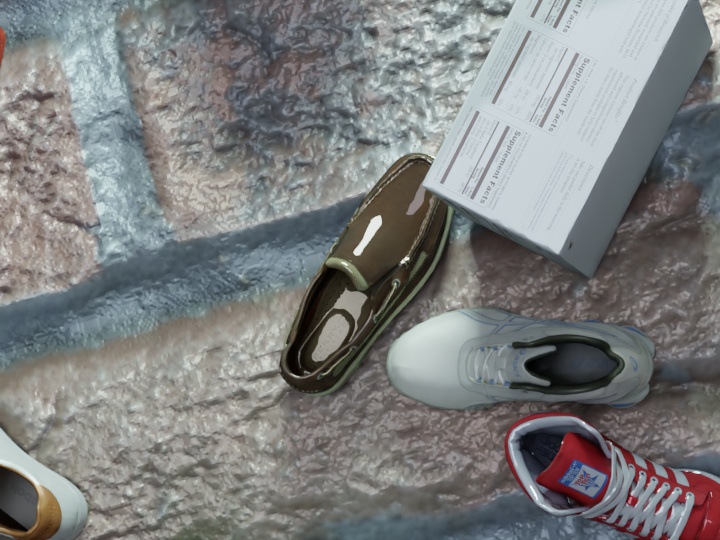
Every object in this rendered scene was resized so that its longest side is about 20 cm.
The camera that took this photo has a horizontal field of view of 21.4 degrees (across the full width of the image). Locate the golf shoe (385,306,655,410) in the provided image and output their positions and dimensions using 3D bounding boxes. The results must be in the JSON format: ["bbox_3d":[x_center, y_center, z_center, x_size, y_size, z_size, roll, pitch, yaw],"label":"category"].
[{"bbox_3d":[0.108,0.061,1.367,0.199,0.097,0.079,-3,85,16],"label":"golf shoe"}]

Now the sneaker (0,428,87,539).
[{"bbox_3d":[-0.307,0.147,1.471,0.199,0.085,0.073,25,92,17],"label":"sneaker"}]

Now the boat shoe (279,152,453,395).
[{"bbox_3d":[0.005,0.003,1.410,0.074,0.075,0.203,28,91,15],"label":"boat shoe"}]

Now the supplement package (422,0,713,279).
[{"bbox_3d":[0.150,-0.112,1.343,0.111,0.156,0.201,28,91,16],"label":"supplement package"}]

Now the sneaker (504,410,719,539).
[{"bbox_3d":[0.189,0.155,1.327,0.199,0.112,0.072,24,91,15],"label":"sneaker"}]

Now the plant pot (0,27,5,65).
[{"bbox_3d":[-0.418,-0.123,1.480,0.199,0.176,0.201,9,87,15],"label":"plant pot"}]
